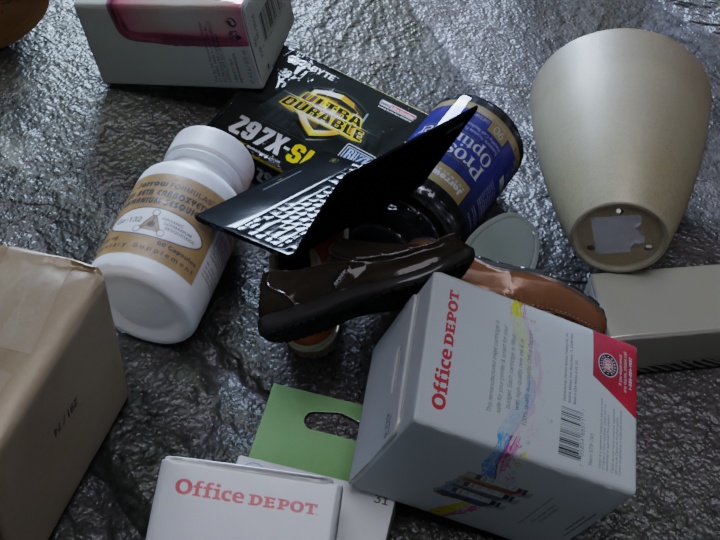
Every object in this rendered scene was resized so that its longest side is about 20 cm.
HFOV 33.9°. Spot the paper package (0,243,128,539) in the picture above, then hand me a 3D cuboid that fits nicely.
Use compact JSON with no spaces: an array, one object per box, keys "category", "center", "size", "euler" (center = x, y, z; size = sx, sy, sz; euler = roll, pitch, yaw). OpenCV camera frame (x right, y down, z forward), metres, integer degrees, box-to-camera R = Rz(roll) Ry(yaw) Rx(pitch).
[{"category":"paper package","center":[-0.285,0.117,0.975],"size":[0.103,0.191,0.201],"euler":[16,53,11]}]

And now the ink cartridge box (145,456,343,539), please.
[{"category":"ink cartridge box","center":[-0.097,0.255,0.915],"size":[0.143,0.085,0.202],"euler":[8,76,3]}]

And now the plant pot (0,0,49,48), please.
[{"category":"plant pot","center":[-0.437,-0.335,1.308],"size":[0.199,0.200,0.141],"euler":[-24,75,-21]}]

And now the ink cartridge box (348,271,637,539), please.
[{"category":"ink cartridge box","center":[0.112,0.122,0.998],"size":[0.199,0.145,0.146],"euler":[21,53,-13]}]

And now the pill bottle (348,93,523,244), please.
[{"category":"pill bottle","center":[0.075,-0.078,1.193],"size":[0.111,0.112,0.200],"euler":[27,55,15]}]

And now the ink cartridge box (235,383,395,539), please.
[{"category":"ink cartridge box","center":[-0.038,0.189,1.032],"size":[0.144,0.048,0.201],"euler":[13,56,6]}]

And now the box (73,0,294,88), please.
[{"category":"box","center":[-0.189,-0.283,1.298],"size":[0.198,0.109,0.128],"euler":[5,49,16]}]

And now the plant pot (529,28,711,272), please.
[{"category":"plant pot","center":[0.254,-0.102,1.167],"size":[0.186,0.188,0.201],"euler":[10,48,3]}]

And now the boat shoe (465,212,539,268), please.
[{"category":"boat shoe","center":[0.107,0.022,1.155],"size":[0.076,0.060,0.200],"euler":[42,57,1]}]

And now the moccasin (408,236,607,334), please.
[{"category":"moccasin","center":[0.129,0.032,1.081],"size":[0.200,0.074,0.078],"euler":[18,76,-13]}]

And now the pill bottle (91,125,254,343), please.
[{"category":"pill bottle","center":[-0.176,-0.040,1.146],"size":[0.113,0.115,0.201],"euler":[15,54,7]}]

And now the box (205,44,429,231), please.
[{"category":"box","center":[-0.044,-0.145,1.275],"size":[0.199,0.050,0.160],"euler":[28,59,15]}]

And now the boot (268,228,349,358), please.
[{"category":"boot","center":[-0.053,-0.029,1.132],"size":[0.074,0.107,0.202],"euler":[-9,62,7]}]

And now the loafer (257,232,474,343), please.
[{"category":"loafer","center":[0.000,0.000,1.019],"size":[0.198,0.073,0.072],"euler":[-17,73,-1]}]

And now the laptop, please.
[{"category":"laptop","center":[-0.025,-0.093,1.055],"size":[0.199,0.104,0.177],"euler":[22,38,38]}]

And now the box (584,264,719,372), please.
[{"category":"box","center":[0.319,0.046,1.149],"size":[0.198,0.069,0.083],"euler":[-3,54,-6]}]
